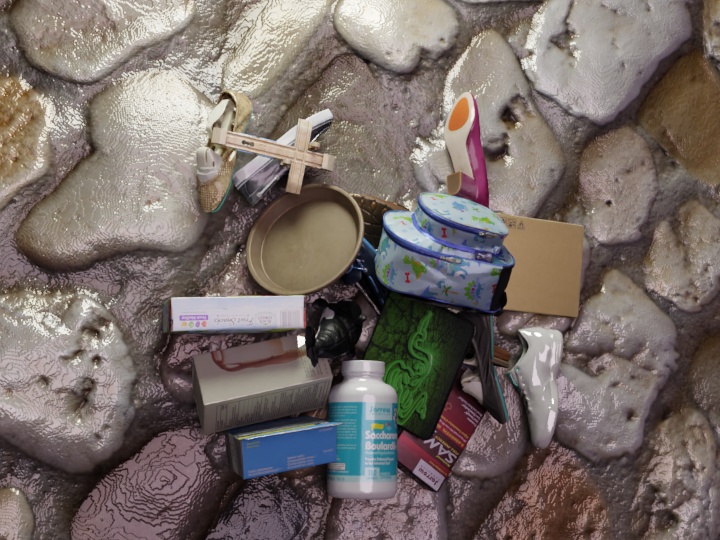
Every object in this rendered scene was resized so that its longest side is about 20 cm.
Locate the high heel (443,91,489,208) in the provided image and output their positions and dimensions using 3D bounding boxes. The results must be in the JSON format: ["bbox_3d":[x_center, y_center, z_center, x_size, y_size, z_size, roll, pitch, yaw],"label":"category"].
[{"bbox_3d":[0.193,-0.204,1.536,0.095,0.067,0.204,23,70,-43],"label":"high heel"}]

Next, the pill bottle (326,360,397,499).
[{"bbox_3d":[0.003,0.242,1.349,0.108,0.111,0.205,3,80,-17],"label":"pill bottle"}]

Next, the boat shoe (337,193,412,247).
[{"bbox_3d":[0.049,-0.077,1.459,0.197,0.068,0.073,20,106,-16],"label":"boat shoe"}]

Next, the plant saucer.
[{"bbox_3d":[-0.084,-0.045,1.376,0.196,0.030,0.204,-10,58,15],"label":"plant saucer"}]

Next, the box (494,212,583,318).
[{"bbox_3d":[0.297,-0.008,1.542,0.196,0.021,0.168,7,86,-18],"label":"box"}]

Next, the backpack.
[{"bbox_3d":[0.125,-0.035,1.352,0.195,0.184,0.150,8,111,-8],"label":"backpack"}]

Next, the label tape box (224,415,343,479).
[{"bbox_3d":[-0.113,0.258,1.287,0.141,0.200,0.065,-7,87,-17],"label":"label tape box"}]

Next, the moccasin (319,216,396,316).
[{"bbox_3d":[0.000,0.000,1.422,0.200,0.080,0.068,45,71,-6],"label":"moccasin"}]

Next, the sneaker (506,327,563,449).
[{"bbox_3d":[0.291,0.198,1.500,0.086,0.075,0.205,8,74,-3],"label":"sneaker"}]

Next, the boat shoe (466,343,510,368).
[{"bbox_3d":[0.168,0.102,1.465,0.197,0.072,0.069,23,77,-13],"label":"boat shoe"}]

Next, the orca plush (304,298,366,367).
[{"bbox_3d":[-0.028,0.076,1.341,0.070,0.199,0.107,-32,79,20],"label":"orca plush"}]

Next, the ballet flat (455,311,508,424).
[{"bbox_3d":[0.188,0.150,1.403,0.067,0.068,0.205,-10,99,6],"label":"ballet flat"}]

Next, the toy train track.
[{"bbox_3d":[-0.132,-0.187,1.360,0.196,0.032,0.117,11,87,-16],"label":"toy train track"}]

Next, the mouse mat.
[{"bbox_3d":[0.079,0.144,1.390,0.159,0.007,0.204,25,98,23],"label":"mouse mat"}]

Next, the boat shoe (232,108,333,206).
[{"bbox_3d":[-0.112,-0.180,1.417,0.199,0.072,0.068,-40,95,-17],"label":"boat shoe"}]

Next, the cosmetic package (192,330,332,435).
[{"bbox_3d":[-0.150,0.168,1.331,0.196,0.104,0.088,-10,58,-20],"label":"cosmetic package"}]

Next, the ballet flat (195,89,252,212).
[{"bbox_3d":[-0.226,-0.193,1.382,0.065,0.069,0.204,35,61,-50],"label":"ballet flat"}]

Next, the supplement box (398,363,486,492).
[{"bbox_3d":[0.128,0.244,1.439,0.108,0.061,0.202,37,75,-10],"label":"supplement box"}]

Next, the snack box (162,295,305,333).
[{"bbox_3d":[-0.192,0.067,1.320,0.196,0.142,0.054,0,83,-18],"label":"snack box"}]
